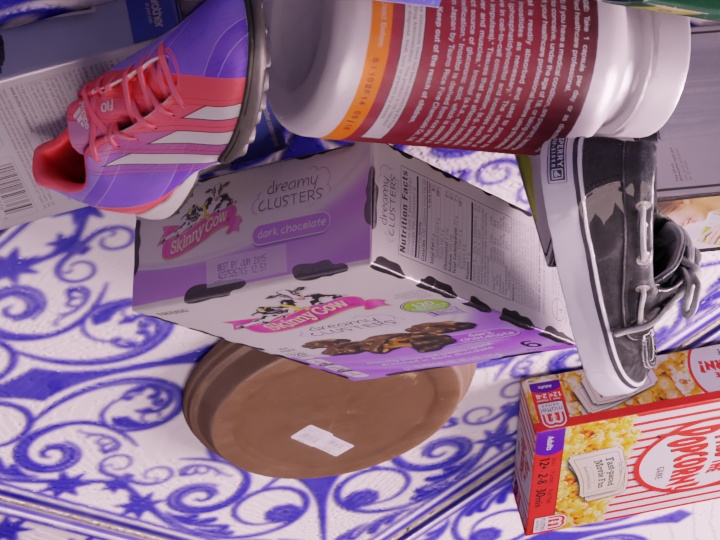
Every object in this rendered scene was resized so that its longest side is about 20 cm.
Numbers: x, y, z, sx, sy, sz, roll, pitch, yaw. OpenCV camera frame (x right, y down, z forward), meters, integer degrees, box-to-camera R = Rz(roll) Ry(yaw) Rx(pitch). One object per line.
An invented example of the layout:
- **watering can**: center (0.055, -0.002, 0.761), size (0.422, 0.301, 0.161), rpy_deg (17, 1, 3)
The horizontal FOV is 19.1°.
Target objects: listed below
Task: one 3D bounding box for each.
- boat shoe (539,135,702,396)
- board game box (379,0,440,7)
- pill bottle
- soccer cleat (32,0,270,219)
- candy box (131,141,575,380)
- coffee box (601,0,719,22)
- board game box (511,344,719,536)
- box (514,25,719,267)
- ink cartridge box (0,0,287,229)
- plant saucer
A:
- **boat shoe**: center (0.141, -0.002, 1.102), size (0.068, 0.074, 0.200), rpy_deg (-4, 140, 14)
- **board game box**: center (-0.010, -0.222, 0.914), size (0.159, 0.097, 0.200), rpy_deg (3, 142, -23)
- **pill bottle**: center (0.059, -0.116, 1.077), size (0.199, 0.113, 0.113), rpy_deg (4, 142, -23)
- **soccer cleat**: center (-0.099, -0.076, 1.021), size (0.073, 0.068, 0.200), rpy_deg (4, 160, -22)
- **candy box**: center (0.000, 0.000, 1.193), size (0.167, 0.072, 0.200), rpy_deg (-11, 160, 37)
- **coffee box**: center (0.177, -0.206, 0.939), size (0.123, 0.201, 0.044), rpy_deg (4, -175, -25)
- **board game box**: center (0.211, 0.116, 1.525), size (0.199, 0.046, 0.152), rpy_deg (-11, 146, -5)
- **box**: center (0.188, -0.073, 1.185), size (0.199, 0.117, 0.060), rpy_deg (-6, 147, -14)
- **ink cartridge box**: center (-0.146, -0.083, 1.117), size (0.199, 0.042, 0.119), rpy_deg (-13, 146, 2)
- **plant saucer**: center (-0.017, 0.083, 1.411), size (0.199, 0.030, 0.200), rpy_deg (-10, 147, -7)
